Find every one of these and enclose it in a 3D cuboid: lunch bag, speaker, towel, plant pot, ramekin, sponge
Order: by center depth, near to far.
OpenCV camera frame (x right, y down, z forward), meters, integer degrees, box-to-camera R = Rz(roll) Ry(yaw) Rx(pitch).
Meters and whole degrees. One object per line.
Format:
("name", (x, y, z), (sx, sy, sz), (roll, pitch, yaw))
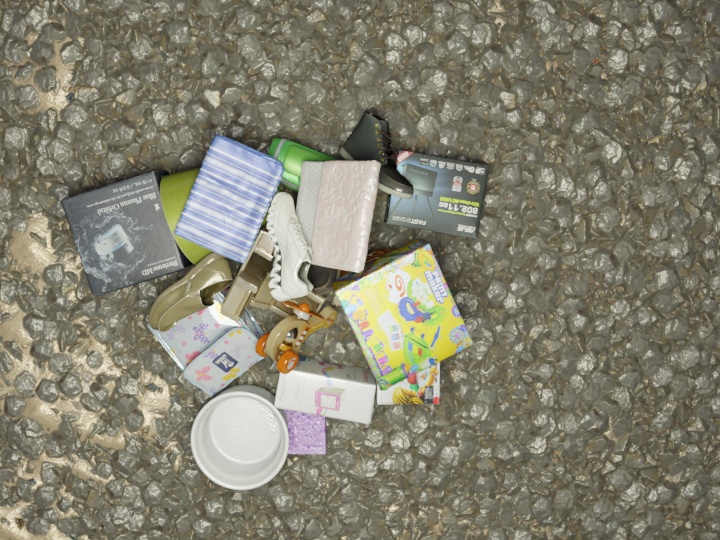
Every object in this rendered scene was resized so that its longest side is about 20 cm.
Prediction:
("towel", (-0.238, -0.131, 1.356), (0.143, 0.024, 0.203), (23, 86, -7))
("towel", (-0.052, -0.107, 1.387), (0.189, 0.032, 0.204), (9, 90, 40))
("plant pot", (-0.255, -0.132, 1.439), (0.197, 0.187, 0.190), (-21, 97, 8))
("speaker", (-0.094, -0.197, 1.500), (0.197, 0.088, 0.090), (22, 96, -4))
("lunch bag", (-0.301, 0.132, 1.511), (0.168, 0.127, 0.201), (-35, 96, 6))
("ramekin", (-0.240, 0.333, 1.521), (0.196, 0.098, 0.205), (0, 98, 0))
("sponge", (-0.171, 0.335, 1.587), (0.196, 0.030, 0.114), (1, 97, -1))

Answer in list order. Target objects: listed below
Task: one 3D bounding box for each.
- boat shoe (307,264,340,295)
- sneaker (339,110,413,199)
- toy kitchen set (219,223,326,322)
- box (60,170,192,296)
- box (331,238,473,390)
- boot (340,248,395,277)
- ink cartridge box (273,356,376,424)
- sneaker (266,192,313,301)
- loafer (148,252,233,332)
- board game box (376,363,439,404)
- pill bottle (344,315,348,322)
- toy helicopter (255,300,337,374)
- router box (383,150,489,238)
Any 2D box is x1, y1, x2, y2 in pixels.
("boat shoe", (-0.086, -0.043, 1.471), (0.073, 0.203, 0.074), (-18, 140, 16))
("sneaker", (0.045, -0.229, 1.456), (0.200, 0.074, 0.107), (42, 113, 29))
("toy kitchen set", (-0.149, 0.026, 1.457), (0.178, 0.200, 0.165), (29, 103, -5))
("box", (-0.460, -0.077, 1.488), (0.193, 0.117, 0.204), (-17, 98, 0))
("box", (0.074, 0.077, 1.365), (0.190, 0.122, 0.203), (-25, 98, -1))
("boot", (0.000, 0.000, 1.489), (0.196, 0.155, 0.078), (-5, 97, -1))
("ink cartridge box", (-0.069, 0.241, 1.521), (0.196, 0.145, 0.086), (12, 95, -3))
("sneaker", (-0.126, -0.046, 1.384), (0.080, 0.075, 0.204), (-5, 87, 30))
("loafer", (-0.322, 0.050, 1.412), (0.200, 0.076, 0.068), (-45, 69, 5))
("board game box", (0.094, 0.160, 1.457), (0.124, 0.035, 0.204), (0, 95, -3))
("pill bottle", (0.071, 0.127, 1.528), (0.114, 0.114, 0.200), (-44, 96, 4))
("toy helicopter", (-0.113, 0.107, 1.466), (0.078, 0.199, 0.134), (32, 123, 26))
("router box", (0.155, -0.157, 1.522), (0.196, 0.062, 0.153), (8, 98, -3))
